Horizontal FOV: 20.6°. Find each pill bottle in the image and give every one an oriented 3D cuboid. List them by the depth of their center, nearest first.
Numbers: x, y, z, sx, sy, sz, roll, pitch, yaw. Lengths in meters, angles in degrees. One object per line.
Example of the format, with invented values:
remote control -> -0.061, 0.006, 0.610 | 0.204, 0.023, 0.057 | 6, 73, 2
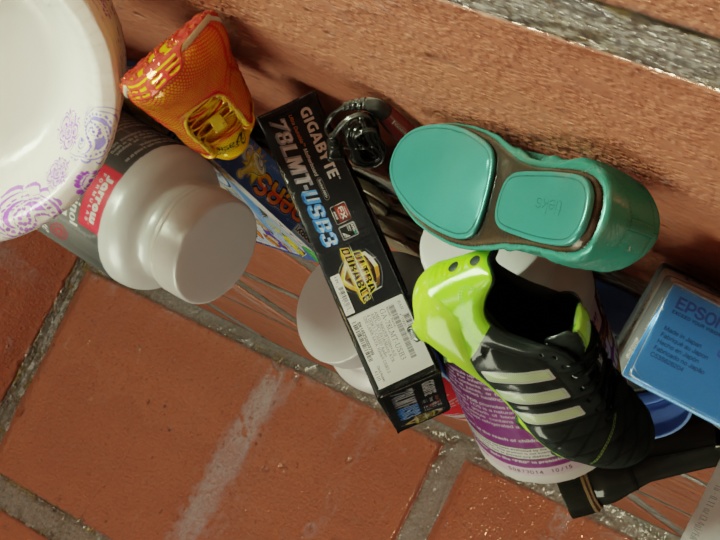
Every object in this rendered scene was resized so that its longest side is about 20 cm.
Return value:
pill bottle -> 0.104, 0.040, 1.269 | 0.112, 0.112, 0.200 | 23, 154, 35
pill bottle -> -0.172, -0.053, 1.446 | 0.200, 0.111, 0.111 | 29, 176, 34
pill bottle -> 0.045, 0.049, 1.547 | 0.112, 0.113, 0.200 | 22, -178, 41

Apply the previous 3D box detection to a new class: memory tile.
memory tile -> -0.001, -0.053, 1.538 | 0.199, 0.017, 0.153 | 30, 173, -24

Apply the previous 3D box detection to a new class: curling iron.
curling iron -> 0.043, -0.059, 1.233 | 0.049, 0.026, 0.200 | -22, 149, 29

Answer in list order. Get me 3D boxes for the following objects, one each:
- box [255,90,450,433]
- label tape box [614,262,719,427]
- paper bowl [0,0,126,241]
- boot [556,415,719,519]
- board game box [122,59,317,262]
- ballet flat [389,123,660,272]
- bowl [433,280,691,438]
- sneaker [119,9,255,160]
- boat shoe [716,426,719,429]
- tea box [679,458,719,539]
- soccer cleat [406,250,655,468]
box -> 0.000, 0.000, 1.321 | 0.200, 0.049, 0.199 | 65, -177, -78
label tape box -> 0.228, 0.055, 1.173 | 0.144, 0.064, 0.200 | 27, -173, 3
paper bowl -> -0.241, -0.124, 1.200 | 0.200, 0.201, 0.104 | 29, -162, -12
boot -> 0.225, 0.108, 1.567 | 0.201, 0.138, 0.078 | -88, -25, -51
board game box -> -0.111, -0.085, 1.520 | 0.200, 0.035, 0.135 | 42, 167, -29
ballet flat -> 0.092, -0.035, 1.084 | 0.070, 0.068, 0.200 | 18, -178, -33
bowl -> 0.148, 0.062, 1.436 | 0.200, 0.040, 0.201 | 16, 153, 8
sneaker -> -0.093, -0.107, 1.196 | 0.077, 0.073, 0.200 | 52, -175, 2
boat shoe -> 0.305, 0.109, 1.317 | 0.075, 0.062, 0.200 | 13, -167, -42
tea box -> 0.340, 0.213, 1.387 | 0.196, 0.201, 0.133 | 20, 170, 43
soccer cleat -> 0.115, 0.055, 1.157 | 0.200, 0.068, 0.081 | 35, 138, -29
